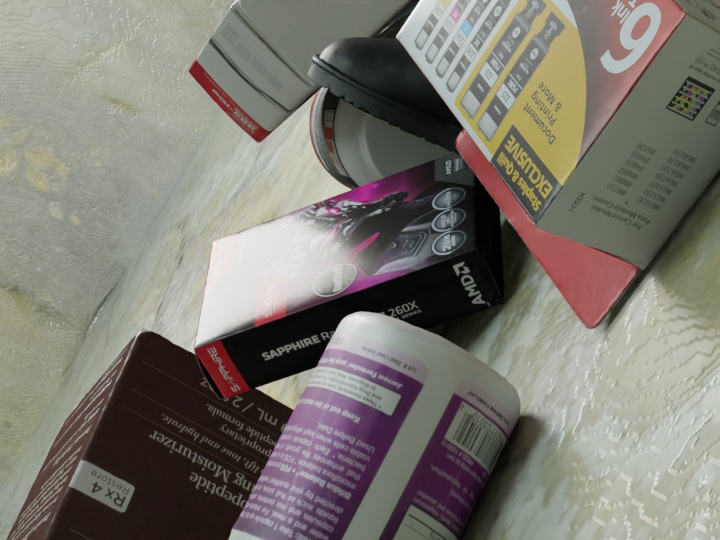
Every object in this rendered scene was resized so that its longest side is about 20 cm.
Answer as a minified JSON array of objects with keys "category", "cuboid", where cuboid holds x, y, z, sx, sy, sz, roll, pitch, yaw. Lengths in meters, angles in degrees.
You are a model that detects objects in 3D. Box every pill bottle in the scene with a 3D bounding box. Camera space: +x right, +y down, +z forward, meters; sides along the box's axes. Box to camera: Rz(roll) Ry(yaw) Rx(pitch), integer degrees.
[{"category":"pill bottle","cuboid":[-0.003,0.132,1.073,0.200,0.112,0.112,-62,12,-13]},{"category":"pill bottle","cuboid":[0.030,-0.108,1.508,0.116,0.116,0.200,-60,11,0]}]

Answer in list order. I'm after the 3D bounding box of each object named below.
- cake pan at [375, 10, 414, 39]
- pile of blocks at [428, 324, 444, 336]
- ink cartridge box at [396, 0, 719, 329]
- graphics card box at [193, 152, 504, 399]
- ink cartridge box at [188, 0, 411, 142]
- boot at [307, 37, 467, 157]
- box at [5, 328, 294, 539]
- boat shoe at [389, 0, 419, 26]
[{"category":"cake pan","cuboid":[0.101,-0.174,1.344,0.200,0.037,0.200,-24,13,6]},{"category":"pile of blocks","cuboid":[0.008,0.066,1.312,0.082,0.062,0.200,-50,15,41]},{"category":"ink cartridge box","cuboid":[0.106,-0.098,1.070,0.176,0.084,0.200,-56,36,19]},{"category":"graphics card box","cuboid":[-0.007,0.001,1.300,0.200,0.051,0.126,-18,32,16]},{"category":"ink cartridge box","cuboid":[-0.033,-0.183,1.439,0.147,0.083,0.200,-44,4,-14]},{"category":"boot","cuboid":[0.083,-0.148,1.210,0.163,0.198,0.073,-68,-14,11]},{"category":"box","cuboid":[-0.148,0.186,1.424,0.164,0.166,0.200,-44,20,51]},{"category":"boat shoe","cuboid":[0.069,-0.239,1.666,0.199,0.066,0.075,-44,-5,-26]}]
